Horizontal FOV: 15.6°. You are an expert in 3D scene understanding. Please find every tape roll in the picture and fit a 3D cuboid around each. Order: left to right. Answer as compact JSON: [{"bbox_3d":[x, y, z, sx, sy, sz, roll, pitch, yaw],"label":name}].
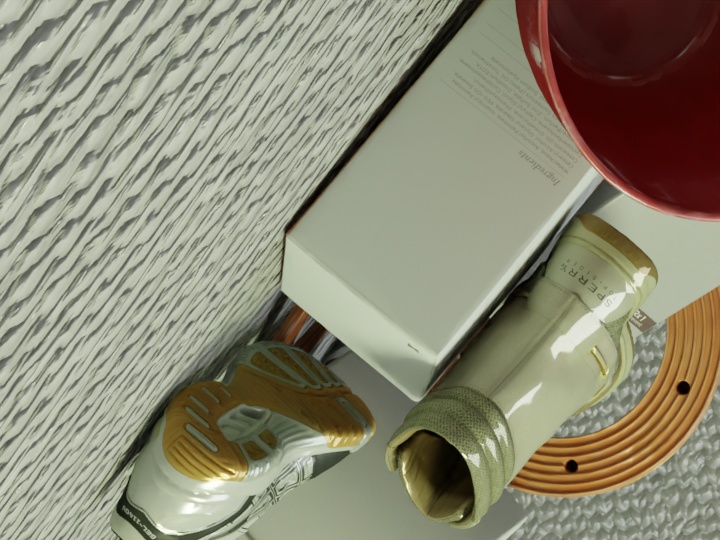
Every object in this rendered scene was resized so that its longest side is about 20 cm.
[{"bbox_3d":[-0.021,0.155,1.522,0.203,0.139,0.203,-40,174,-5],"label":"tape roll"}]

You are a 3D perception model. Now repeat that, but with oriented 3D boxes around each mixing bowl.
[{"bbox_3d":[0.147,-0.132,1.209,0.200,0.200,0.108,-53,-153,-5],"label":"mixing bowl"}]

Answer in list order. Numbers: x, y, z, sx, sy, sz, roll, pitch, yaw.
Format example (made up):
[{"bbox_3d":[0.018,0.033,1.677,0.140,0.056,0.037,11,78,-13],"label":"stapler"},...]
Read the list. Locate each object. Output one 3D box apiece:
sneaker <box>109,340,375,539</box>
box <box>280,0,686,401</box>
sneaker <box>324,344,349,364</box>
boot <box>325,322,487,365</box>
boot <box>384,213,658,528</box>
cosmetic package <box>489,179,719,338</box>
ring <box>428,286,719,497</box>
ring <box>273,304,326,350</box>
[{"bbox_3d":[-0.066,0.096,1.359,0.088,0.076,0.200,-54,162,22],"label":"sneaker"},{"bbox_3d":[0.059,-0.048,1.329,0.200,0.097,0.124,-50,174,-12],"label":"box"},{"bbox_3d":[0.028,0.063,1.939,0.116,0.076,0.200,-55,175,-14],"label":"sneaker"},{"bbox_3d":[0.011,0.104,1.667,0.200,0.069,0.188,-25,-163,42],"label":"boot"},{"bbox_3d":[0.077,0.068,1.361,0.155,0.072,0.200,-50,170,-19],"label":"boot"},{"bbox_3d":[0.159,-0.040,1.458,0.200,0.107,0.090,-33,-139,25],"label":"cosmetic package"},{"bbox_3d":[0.120,0.033,1.558,0.201,0.200,0.019,-54,164,12],"label":"ring"},{"bbox_3d":[0.000,0.000,1.504,0.201,0.019,0.200,-53,175,-6],"label":"ring"}]
